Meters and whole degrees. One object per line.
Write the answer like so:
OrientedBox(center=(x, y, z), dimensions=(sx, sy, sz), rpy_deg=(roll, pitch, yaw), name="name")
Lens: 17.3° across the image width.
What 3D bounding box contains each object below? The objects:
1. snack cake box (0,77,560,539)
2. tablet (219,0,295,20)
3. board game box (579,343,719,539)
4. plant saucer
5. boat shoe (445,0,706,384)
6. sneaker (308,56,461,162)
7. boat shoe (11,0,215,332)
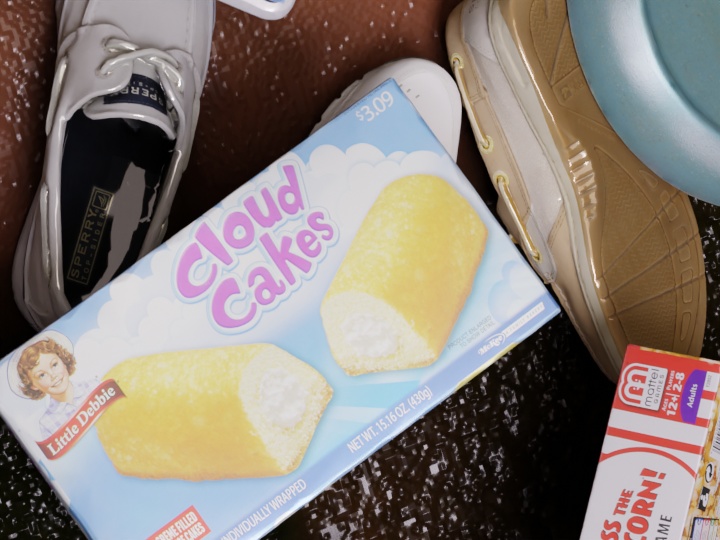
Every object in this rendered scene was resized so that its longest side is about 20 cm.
OrientedBox(center=(-0.037, 0.030, 0.929), dimensions=(0.200, 0.067, 0.115), rpy_deg=(-37, 89, -8), name="snack cake box")
OrientedBox(center=(-0.057, -0.215, 1.014), dimensions=(0.129, 0.014, 0.201), rpy_deg=(23, 69, -6), name="tablet")
OrientedBox(center=(0.151, 0.129, 1.029), dimensions=(0.200, 0.046, 0.153), rpy_deg=(30, 73, -60), name="board game box")
OrientedBox(center=(0.183, -0.127, 1.053), dimensions=(0.199, 0.027, 0.202), rpy_deg=(0, 89, -25), name="plant saucer")
OrientedBox(center=(0.095, -0.038, 1.064), dimensions=(0.074, 0.069, 0.201), rpy_deg=(-27, 103, -36), name="boat shoe")
OrientedBox(center=(0.000, 0.000, 1.017), dimensions=(0.074, 0.087, 0.201), rpy_deg=(25, 78, -16), name="sneaker")
OrientedBox(center=(-0.100, -0.068, 0.992), dimensions=(0.072, 0.066, 0.201), rpy_deg=(19, 82, -19), name="boat shoe")
